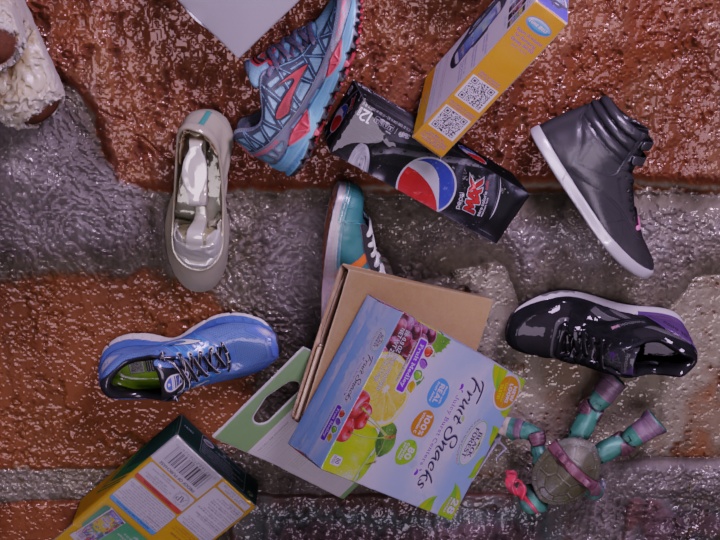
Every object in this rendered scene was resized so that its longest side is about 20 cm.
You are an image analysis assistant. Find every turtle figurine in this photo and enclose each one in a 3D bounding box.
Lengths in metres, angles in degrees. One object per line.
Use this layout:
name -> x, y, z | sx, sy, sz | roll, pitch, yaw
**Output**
turtle figurine -> 0.230, 0.207, 1.256 | 0.200, 0.101, 0.150 | -43, 107, 8

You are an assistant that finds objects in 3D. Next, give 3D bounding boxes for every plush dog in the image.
plush dog -> -0.389, -0.208, 1.048 | 0.171, 0.200, 0.161 | -22, 78, -3

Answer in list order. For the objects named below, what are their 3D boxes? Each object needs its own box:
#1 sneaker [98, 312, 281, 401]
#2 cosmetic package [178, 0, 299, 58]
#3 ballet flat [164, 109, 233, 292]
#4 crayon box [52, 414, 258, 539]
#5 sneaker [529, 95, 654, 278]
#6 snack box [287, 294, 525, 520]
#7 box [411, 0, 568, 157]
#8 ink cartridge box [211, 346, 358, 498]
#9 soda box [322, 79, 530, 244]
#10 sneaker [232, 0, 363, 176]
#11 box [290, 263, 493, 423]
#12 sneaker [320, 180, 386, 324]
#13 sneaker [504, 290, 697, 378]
sneaker -> -0.180, 0.103, 1.203 | 0.200, 0.089, 0.079 | -13, 113, 3
cosmetic package -> -0.078, -0.297, 1.016 | 0.200, 0.081, 0.113 | -32, 112, 36
ballet flat -> -0.165, -0.062, 1.151 | 0.069, 0.069, 0.200 | 3, 112, -3
crayon box -> -0.230, 0.272, 1.290 | 0.200, 0.052, 0.126 | -40, 107, 13
sneaker -> 0.265, -0.087, 1.148 | 0.099, 0.071, 0.200 | -33, 105, 16
snack box -> 0.051, 0.140, 1.145 | 0.200, 0.068, 0.169 | 29, 88, -40
box -> 0.127, -0.206, 1.041 | 0.041, 0.119, 0.200 | 35, 127, -16
ink cartridge box -> -0.043, 0.153, 1.214 | 0.146, 0.048, 0.200 | -45, 127, 15
soda box -> 0.064, -0.106, 1.125 | 0.200, 0.071, 0.063 | 27, 107, -18
sneaker -> -0.063, -0.191, 1.095 | 0.095, 0.079, 0.200 | 23, 109, -8
box -> 0.037, 0.088, 1.172 | 0.200, 0.021, 0.164 | 12, 99, -37
sneaker -> 0.000, 0.000, 1.181 | 0.080, 0.071, 0.200 | 2, 120, -3
sneaker -> 0.255, 0.072, 1.203 | 0.200, 0.088, 0.076 | 2, 112, -2
